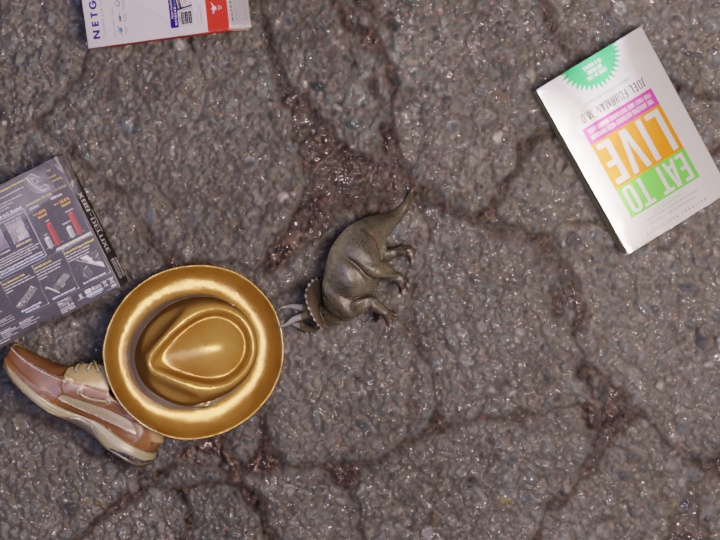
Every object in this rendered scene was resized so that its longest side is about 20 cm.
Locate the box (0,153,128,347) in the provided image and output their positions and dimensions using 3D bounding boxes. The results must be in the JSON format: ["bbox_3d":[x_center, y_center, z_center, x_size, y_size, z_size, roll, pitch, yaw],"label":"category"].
[{"bbox_3d":[-0.377,-0.012,1.703,0.198,0.050,0.159,-26,96,5],"label":"box"}]

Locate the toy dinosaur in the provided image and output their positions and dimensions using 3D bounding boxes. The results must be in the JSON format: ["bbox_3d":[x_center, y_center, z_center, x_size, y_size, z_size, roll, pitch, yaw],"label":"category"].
[{"bbox_3d":[0.000,0.000,1.682,0.101,0.077,0.202,25,102,-15],"label":"toy dinosaur"}]

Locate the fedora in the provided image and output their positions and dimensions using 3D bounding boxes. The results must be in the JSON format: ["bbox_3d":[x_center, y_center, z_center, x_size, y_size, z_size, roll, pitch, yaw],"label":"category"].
[{"bbox_3d":[-0.174,0.086,1.670,0.198,0.082,0.204,1,85,-14],"label":"fedora"}]

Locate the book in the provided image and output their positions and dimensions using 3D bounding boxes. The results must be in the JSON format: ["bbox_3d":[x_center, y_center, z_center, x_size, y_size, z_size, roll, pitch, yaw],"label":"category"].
[{"bbox_3d":[0.290,-0.139,1.674,0.133,0.048,0.202,-30,94,1],"label":"book"}]

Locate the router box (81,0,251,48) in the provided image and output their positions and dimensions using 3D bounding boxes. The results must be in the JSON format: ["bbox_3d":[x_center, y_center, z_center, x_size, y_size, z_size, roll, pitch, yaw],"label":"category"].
[{"bbox_3d":[-0.211,-0.340,1.622,0.177,0.049,0.203,-4,98,26],"label":"router box"}]

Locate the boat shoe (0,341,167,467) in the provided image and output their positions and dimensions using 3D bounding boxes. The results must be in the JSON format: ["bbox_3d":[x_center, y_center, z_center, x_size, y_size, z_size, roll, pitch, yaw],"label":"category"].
[{"bbox_3d":[-0.296,0.133,1.712,0.199,0.076,0.074,34,95,-11],"label":"boat shoe"}]
